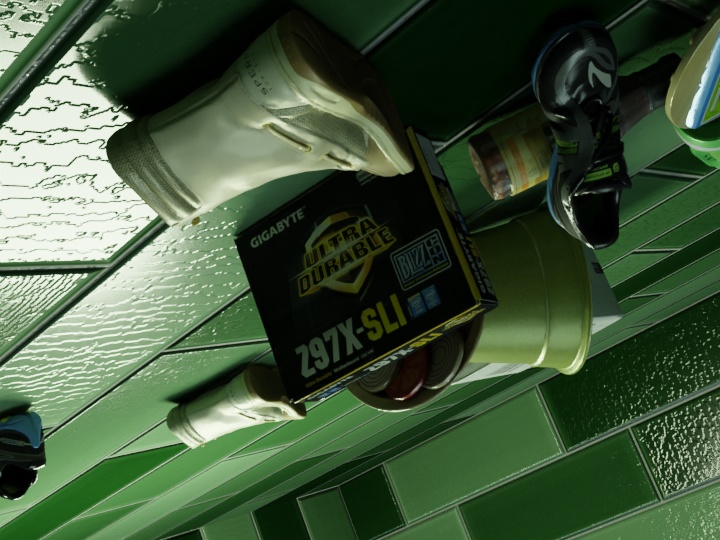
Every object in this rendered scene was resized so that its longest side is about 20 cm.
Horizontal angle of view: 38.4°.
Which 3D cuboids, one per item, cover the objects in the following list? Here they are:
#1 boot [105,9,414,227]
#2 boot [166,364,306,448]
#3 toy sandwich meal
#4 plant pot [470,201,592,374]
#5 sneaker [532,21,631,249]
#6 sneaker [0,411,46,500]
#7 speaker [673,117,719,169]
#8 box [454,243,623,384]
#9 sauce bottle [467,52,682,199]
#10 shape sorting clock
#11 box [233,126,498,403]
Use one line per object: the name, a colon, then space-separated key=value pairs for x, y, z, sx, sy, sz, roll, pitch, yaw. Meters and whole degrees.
boot: x=-0.058 y=-0.081 z=0.685 sx=0.154 sy=0.074 sz=0.199 roll=-28 pitch=162 yaw=17
boot: x=-0.172 y=0.199 z=1.474 sx=0.153 sy=0.073 sz=0.200 roll=-27 pitch=159 yaw=13
toy sandwich meal: x=0.026 y=0.024 z=0.940 sx=0.204 sy=0.208 sz=0.070 roll=-31 pitch=146 yaw=29
plant pot: x=0.142 y=0.032 z=1.195 sx=0.186 sy=0.204 sz=0.200 roll=-7 pitch=162 yaw=-9
sneaker: x=0.183 y=-0.103 z=0.816 sx=0.070 sy=0.083 sz=0.202 roll=-19 pitch=129 yaw=-7
sneaker: x=-0.423 y=0.232 z=1.195 sx=0.070 sy=0.084 sz=0.199 roll=-4 pitch=157 yaw=-48
speaker: x=0.376 y=-0.152 z=1.056 sx=0.088 sy=0.090 sz=0.199 roll=-29 pitch=164 yaw=24
box: x=0.221 y=0.052 z=1.428 sx=0.199 sy=0.132 sz=0.197 roll=-34 pitch=161 yaw=33
sauce bottle: x=0.192 y=-0.131 z=0.904 sx=0.198 sy=0.067 sz=0.066 roll=-27 pitch=165 yaw=1
shape sorting clock: x=0.329 y=-0.199 z=0.856 sx=0.198 sy=0.039 sz=0.201 roll=-27 pitch=153 yaw=-15
box: x=0.000 y=0.000 z=0.879 sx=0.198 sy=0.162 sz=0.049 roll=-29 pitch=164 yaw=25
